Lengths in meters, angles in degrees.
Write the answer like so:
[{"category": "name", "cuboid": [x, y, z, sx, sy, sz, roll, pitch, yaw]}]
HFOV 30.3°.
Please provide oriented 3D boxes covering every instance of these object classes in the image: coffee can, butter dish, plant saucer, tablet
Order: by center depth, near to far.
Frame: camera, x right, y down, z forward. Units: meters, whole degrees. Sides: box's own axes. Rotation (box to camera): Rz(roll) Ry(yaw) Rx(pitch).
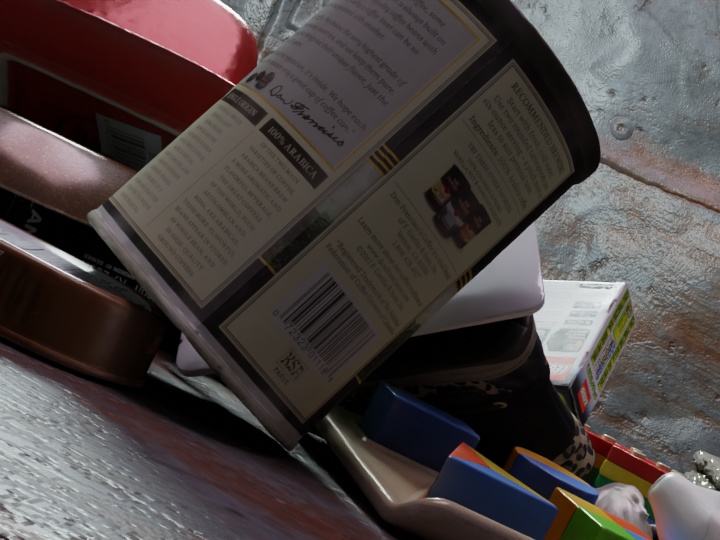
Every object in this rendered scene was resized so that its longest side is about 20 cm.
[{"category": "coffee can", "cuboid": [-0.008, -0.037, 0.629, 0.147, 0.200, 0.146, 48, -6, 7]}, {"category": "tablet", "cuboid": [0.000, 0.000, 0.733, 0.131, 0.197, 0.014, -86, 161, -55]}, {"category": "plant saucer", "cuboid": [-0.181, -0.063, 0.738, 0.198, 0.037, 0.200, 25, 0, 0]}, {"category": "butter dish", "cuboid": [-0.141, -0.128, 0.857, 0.197, 0.149, 0.201, 25, -32, 1]}]

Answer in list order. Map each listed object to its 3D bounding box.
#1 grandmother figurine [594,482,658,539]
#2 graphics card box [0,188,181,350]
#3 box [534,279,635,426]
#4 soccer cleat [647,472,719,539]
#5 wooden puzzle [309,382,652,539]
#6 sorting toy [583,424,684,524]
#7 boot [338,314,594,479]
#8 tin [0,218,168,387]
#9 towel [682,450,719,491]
[{"category": "grandmother figurine", "cuboid": [0.206, 0.181, 0.810, 0.198, 0.061, 0.121, 24, -27, -24]}, {"category": "graphics card box", "cuboid": [-0.154, -0.002, 0.809, 0.199, 0.051, 0.125, 29, -1, -38]}, {"category": "box", "cuboid": [0.072, 0.049, 0.890, 0.198, 0.110, 0.035, 2, -53, 33]}, {"category": "soccer cleat", "cuboid": [0.210, 0.158, 0.706, 0.200, 0.069, 0.078, 39, 14, -51]}, {"category": "wooden puzzle", "cuboid": [0.070, 0.112, 0.661, 0.184, 0.047, 0.200, 27, -1, -20]}, {"category": "sorting toy", "cuboid": [0.216, 0.180, 1.067, 0.199, 0.070, 0.198, 27, -1, -43]}, {"category": "boot", "cuboid": [0.031, 0.075, 0.776, 0.198, 0.074, 0.151, -9, -40, 28]}, {"category": "tin", "cuboid": [-0.177, -0.008, 0.588, 0.198, 0.042, 0.112, 27, -5, -3]}, {"category": "towel", "cuboid": [0.277, 0.166, 0.837, 0.131, 0.035, 0.200, 25, 2, 5]}]
